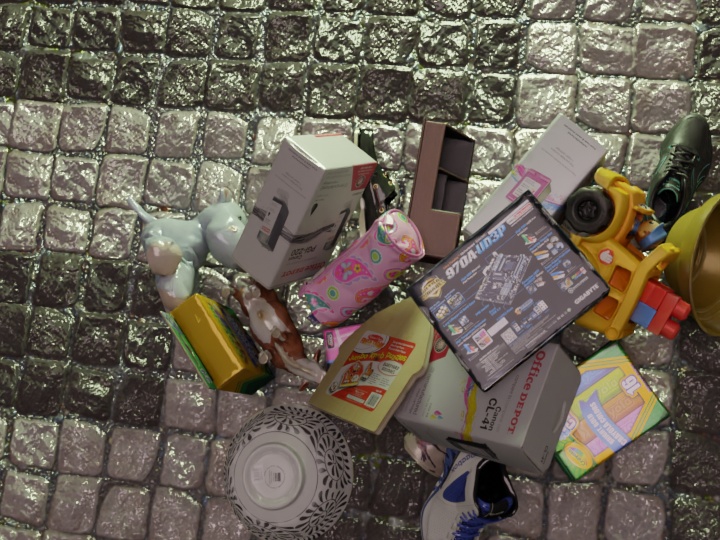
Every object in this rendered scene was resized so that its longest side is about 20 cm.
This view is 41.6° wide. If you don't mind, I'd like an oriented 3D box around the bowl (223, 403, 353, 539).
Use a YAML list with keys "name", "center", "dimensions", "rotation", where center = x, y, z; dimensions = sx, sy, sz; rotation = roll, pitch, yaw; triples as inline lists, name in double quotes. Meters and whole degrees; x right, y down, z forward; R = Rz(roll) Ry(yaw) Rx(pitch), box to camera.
- name: "bowl"
  center: [-0.114, 0.290, 1.348]
  dimensions: [0.198, 0.094, 0.204]
  rotation: [-2, 80, 9]

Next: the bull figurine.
- name: "bull figurine"
  center: [-0.124, 0.090, 1.373]
  dimensions: [0.065, 0.121, 0.201]
  rotation: [-39, 69, 4]

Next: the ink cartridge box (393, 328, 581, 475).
- name: "ink cartridge box"
  center: [0.162, 0.159, 1.220]
  dimensions: [0.198, 0.086, 0.149]
  rotation: [6, 63, 41]

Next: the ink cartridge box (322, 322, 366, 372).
- name: "ink cartridge box"
  center: [0.047, 0.120, 1.378]
  dimensions: [0.197, 0.037, 0.096]
  rotation: [-9, 79, 6]

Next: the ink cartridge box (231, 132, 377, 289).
- name: "ink cartridge box"
  center: [-0.079, -0.085, 1.336]
  dimensions: [0.085, 0.145, 0.201]
  rotation: [39, 117, 20]

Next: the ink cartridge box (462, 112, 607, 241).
- name: "ink cartridge box"
  center: [0.232, -0.090, 1.269]
  dimensions: [0.085, 0.145, 0.200]
  rotation: [41, 89, 14]

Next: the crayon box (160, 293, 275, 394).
- name: "crayon box"
  center: [-0.195, 0.106, 1.329]
  dimensions: [0.051, 0.200, 0.126]
  rotation: [-36, 77, 3]

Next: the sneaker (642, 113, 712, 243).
- name: "sneaker"
  center: [0.447, -0.129, 1.324]
  dimensions: [0.075, 0.079, 0.202]
  rotation: [19, 83, 13]

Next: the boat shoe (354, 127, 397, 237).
- name: "boat shoe"
  center: [0.024, -0.113, 1.400]
  dimensions: [0.062, 0.074, 0.204]
  rotation: [-8, 85, 9]

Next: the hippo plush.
- name: "hippo plush"
  center: [-0.237, -0.026, 1.419]
  dimensions: [0.159, 0.161, 0.200]
  rotation: [-20, 35, -11]

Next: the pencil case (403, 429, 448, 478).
- name: "pencil case"
  center: [0.150, 0.197, 1.325]
  dimensions: [0.200, 0.089, 0.078]
  rotation: [-46, 48, 0]

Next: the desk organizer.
- name: "desk organizer"
  center: [0.115, -0.111, 1.385]
  dimensions: [0.076, 0.072, 0.203]
  rotation: [9, 83, 9]

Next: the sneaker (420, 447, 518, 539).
- name: "sneaker"
  center: [0.146, 0.315, 1.256]
  dimensions: [0.080, 0.115, 0.202]
  rotation: [8, 104, -21]

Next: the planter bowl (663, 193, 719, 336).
- name: "planter bowl"
  center: [0.466, -0.020, 1.277]
  dimensions: [0.083, 0.199, 0.202]
  rotation: [17, 82, 49]

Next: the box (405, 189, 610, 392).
- name: "box"
  center: [0.180, 0.026, 1.161]
  dimensions: [0.199, 0.046, 0.160]
  rotation: [-39, 75, 4]

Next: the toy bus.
- name: "toy bus"
  center: [0.340, -0.006, 1.207]
  dimensions: [0.191, 0.135, 0.202]
  rotation: [29, 103, 27]

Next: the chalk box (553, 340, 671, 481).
- name: "chalk box"
  center: [0.294, 0.203, 1.274]
  dimensions: [0.199, 0.124, 0.124]
  rotation: [-36, 76, 4]

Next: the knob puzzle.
- name: "knob puzzle"
  center: [0.034, 0.123, 1.294]
  dimensions: [0.220, 0.220, 0.030]
  rotation: [-47, 118, 0]

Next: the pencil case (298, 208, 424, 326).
- name: "pencil case"
  center: [0.000, 0.000, 1.337]
  dimensions: [0.200, 0.087, 0.088]
  rotation: [-39, 74, 34]

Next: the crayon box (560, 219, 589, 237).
- name: "crayon box"
  center: [0.257, -0.007, 1.351]
  dimensions: [0.126, 0.052, 0.200]
  rotation: [42, 89, 14]
